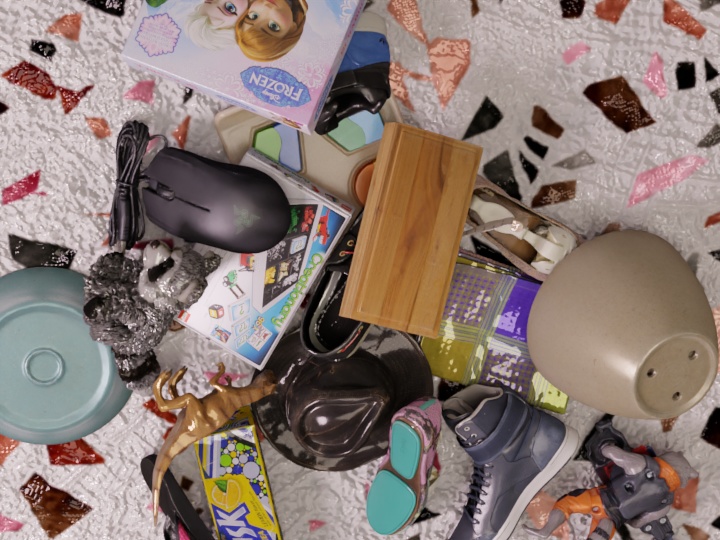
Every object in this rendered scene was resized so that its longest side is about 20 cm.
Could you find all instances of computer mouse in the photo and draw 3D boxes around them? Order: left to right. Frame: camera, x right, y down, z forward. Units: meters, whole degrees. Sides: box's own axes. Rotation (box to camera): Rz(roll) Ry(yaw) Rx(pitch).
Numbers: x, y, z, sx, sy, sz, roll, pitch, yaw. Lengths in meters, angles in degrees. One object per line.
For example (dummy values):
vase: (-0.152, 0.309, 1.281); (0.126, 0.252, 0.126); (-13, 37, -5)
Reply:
computer mouse: (-0.169, -0.066, 1.645); (0.200, 0.053, 0.139); (13, 104, 17)

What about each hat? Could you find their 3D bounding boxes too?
hat: (-0.019, 0.142, 1.747); (0.200, 0.081, 0.201); (-1, 109, -2)

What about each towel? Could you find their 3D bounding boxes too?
towel: (0.158, 0.069, 1.789); (0.200, 0.023, 0.144); (19, 102, -13)

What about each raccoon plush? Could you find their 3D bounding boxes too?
raccoon plush: (-0.193, 0.044, 1.669); (0.134, 0.097, 0.200); (-2, 145, 16)

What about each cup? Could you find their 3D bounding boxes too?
cup: (0.295, 0.076, 1.720); (0.200, 0.143, 0.200); (-10, 118, -18)

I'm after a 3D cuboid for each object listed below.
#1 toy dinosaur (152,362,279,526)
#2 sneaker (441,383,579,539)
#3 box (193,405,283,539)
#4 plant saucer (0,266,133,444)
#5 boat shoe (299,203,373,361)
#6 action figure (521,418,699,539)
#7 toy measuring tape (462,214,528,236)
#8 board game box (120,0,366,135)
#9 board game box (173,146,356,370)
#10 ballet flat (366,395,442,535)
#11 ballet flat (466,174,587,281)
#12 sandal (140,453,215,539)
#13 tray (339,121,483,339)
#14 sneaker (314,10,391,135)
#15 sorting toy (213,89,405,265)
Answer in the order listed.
toy dinosaur: (-0.174, 0.155, 1.696); (0.200, 0.060, 0.106); (-41, 77, -14)
sneaker: (0.124, 0.218, 1.792); (0.146, 0.077, 0.202); (35, 95, -24)
box: (-0.129, 0.254, 1.781); (0.070, 0.064, 0.200); (-13, 107, -4)
plant saucer: (-0.332, 0.097, 1.723); (0.200, 0.036, 0.200); (-2, 107, -8)
boat shoe: (0.002, 0.001, 1.677); (0.074, 0.063, 0.201); (29, 96, 16)
action figure: (0.300, 0.279, 1.825); (0.193, 0.105, 0.200); (-40, 111, -2)
toy measuring tape: (0.089, -0.004, 1.712); (0.200, 0.074, 0.074); (-14, 110, 26)
board game box: (-0.102, -0.259, 1.586); (0.200, 0.041, 0.200); (21, 85, 7)
board game box: (-0.108, -0.011, 1.693); (0.126, 0.035, 0.200); (31, 109, -1)
ballet flat: (0.058, 0.212, 1.778); (0.071, 0.069, 0.200); (-32, 148, -37)
ballet flat: (0.174, -0.036, 1.736); (0.200, 0.067, 0.068); (28, 94, -15)
sandal: (-0.190, 0.292, 1.760); (0.045, 0.075, 0.200); (-32, 88, -31)
tray: (0.052, -0.040, 1.645); (0.099, 0.037, 0.200); (14, 87, -21)
sneaker: (-0.067, -0.190, 1.631); (0.200, 0.077, 0.111); (-6, 72, -5)
sorting toy: (-0.033, -0.105, 1.704); (0.185, 0.036, 0.200); (-22, 108, -1)
